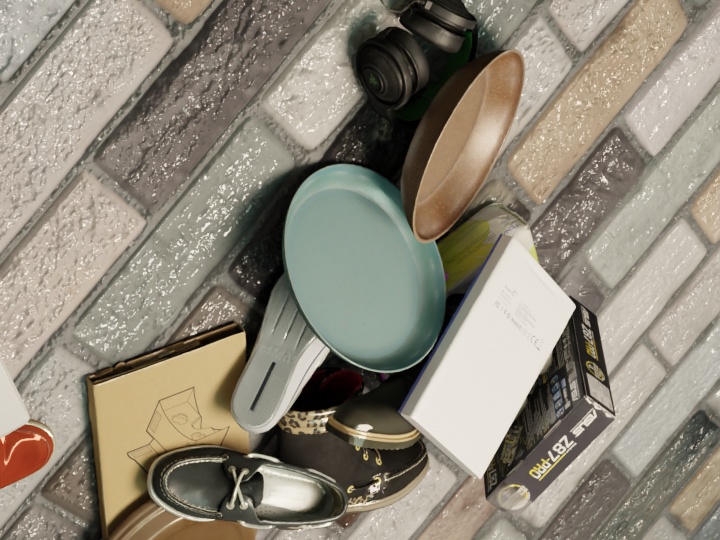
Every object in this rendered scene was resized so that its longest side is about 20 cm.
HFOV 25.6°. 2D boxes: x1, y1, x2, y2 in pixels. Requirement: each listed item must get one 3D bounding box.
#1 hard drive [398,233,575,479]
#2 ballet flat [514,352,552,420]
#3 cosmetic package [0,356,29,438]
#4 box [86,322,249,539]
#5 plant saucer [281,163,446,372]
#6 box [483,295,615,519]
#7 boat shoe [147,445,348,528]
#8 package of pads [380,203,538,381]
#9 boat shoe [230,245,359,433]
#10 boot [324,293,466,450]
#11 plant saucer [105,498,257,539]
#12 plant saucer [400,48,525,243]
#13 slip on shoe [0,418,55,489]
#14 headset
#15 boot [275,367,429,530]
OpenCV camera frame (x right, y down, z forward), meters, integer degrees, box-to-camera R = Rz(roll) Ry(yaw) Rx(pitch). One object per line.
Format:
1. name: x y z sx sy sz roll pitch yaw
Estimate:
1. hard drive: 0.126 0.085 1.540 0.132 0.025 0.201 43 72 -41
2. ballet flat: 0.159 0.105 1.633 0.069 0.069 0.201 20 105 -45
3. cosmetic package: -0.383 0.070 1.157 0.199 0.199 0.124 -31 133 -20
4. box: -0.179 0.159 1.514 0.162 0.021 0.202 -20 127 -29
5. plant saucer: 0.000 0.000 1.478 0.199 0.027 0.202 18 62 -37
6. box: 0.190 0.139 1.658 0.049 0.201 0.161 35 114 -17
7. boat shoe: -0.104 0.208 1.514 0.198 0.060 0.077 7 81 -30
8. package of pads: 0.099 0.042 1.636 0.199 0.068 0.155 -36 136 -16
9. boat shoe: -0.064 0.062 1.523 0.201 0.073 0.067 -57 170 -4
10. boot: 0.053 0.089 1.535 0.199 0.077 0.140 -11 121 -49
11. plant saucer: -0.181 0.289 1.570 0.199 0.029 0.201 -27 140 -25
12. plant saucer: 0.090 -0.123 1.497 0.201 0.036 0.201 -52 161 -27
13. slip on shoe: -0.350 0.180 1.357 0.198 0.061 0.075 -14 124 -35
14. headset: 0.040 -0.214 1.434 0.124 0.094 0.200 -48 152 -10
15. boot: -0.010 0.173 1.630 0.198 0.073 0.152 -14 125 -26
